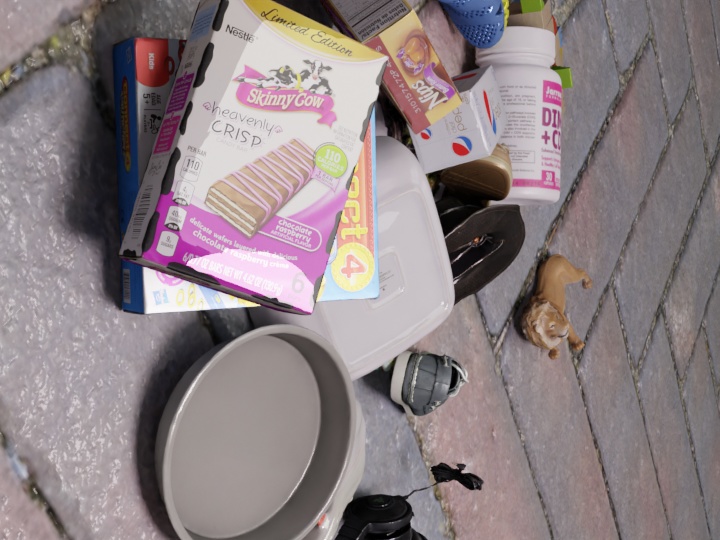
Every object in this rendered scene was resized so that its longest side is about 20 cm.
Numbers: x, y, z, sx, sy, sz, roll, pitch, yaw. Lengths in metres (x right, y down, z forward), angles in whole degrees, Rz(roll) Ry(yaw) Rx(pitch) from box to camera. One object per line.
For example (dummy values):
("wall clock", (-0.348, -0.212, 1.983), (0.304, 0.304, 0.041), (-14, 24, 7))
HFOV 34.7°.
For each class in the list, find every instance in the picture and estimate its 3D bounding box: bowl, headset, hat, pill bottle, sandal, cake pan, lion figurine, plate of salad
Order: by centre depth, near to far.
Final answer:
("cake pan", (-0.086, 0.139, 0.937), (0.200, 0.037, 0.202), (-13, 109, -42))
("bowl", (0.000, 0.000, 1.019), (0.199, 0.075, 0.201), (-30, 119, -26))
("headset", (0.042, 0.273, 1.154), (0.200, 0.094, 0.124), (-51, 134, -32))
("hat", (0.083, -0.024, 1.225), (0.200, 0.081, 0.201), (-33, 157, -16))
("plate of salad", (0.065, -0.151, 1.238), (0.200, 0.048, 0.201), (-1, 92, -59))
("sandal", (0.100, -0.325, 1.277), (0.200, 0.079, 0.087), (55, 48, -33))
("pill bottle", (0.183, -0.181, 1.375), (0.113, 0.113, 0.201), (3, 87, -60))
("lion figurine", (0.264, 0.038, 1.577), (0.123, 0.072, 0.201), (51, 33, -34))

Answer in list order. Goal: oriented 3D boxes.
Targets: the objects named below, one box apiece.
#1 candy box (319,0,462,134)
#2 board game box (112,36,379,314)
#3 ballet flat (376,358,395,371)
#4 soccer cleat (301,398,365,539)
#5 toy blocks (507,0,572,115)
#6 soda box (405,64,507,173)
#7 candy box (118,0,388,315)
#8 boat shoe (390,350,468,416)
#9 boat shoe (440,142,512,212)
("candy box", (0.009, -0.223, 1.017), (0.117, 0.056, 0.200), (53, 6, -47))
("board game box", (-0.084, -0.072, 0.881), (0.195, 0.056, 0.201), (-4, 94, -28))
("ballet flat", (0.009, 0.020, 1.110), (0.200, 0.071, 0.069), (60, 4, -38))
("soccer cleat", (-0.034, 0.204, 1.054), (0.078, 0.069, 0.201), (62, 38, -44))
("toy blocks", (0.230, -0.275, 1.496), (0.137, 0.099, 0.201), (-58, 139, -59))
("soda box", (0.097, -0.151, 1.122), (0.200, 0.068, 0.064), (-53, 126, -70))
("candy box", (-0.074, -0.083, 0.820), (0.136, 0.061, 0.201), (19, 82, -27))
("boat shoe", (0.081, 0.122, 1.219), (0.200, 0.061, 0.073), (34, 67, -73))
("boat shoe", (0.124, -0.111, 1.218), (0.200, 0.071, 0.065), (122, -13, -82))
